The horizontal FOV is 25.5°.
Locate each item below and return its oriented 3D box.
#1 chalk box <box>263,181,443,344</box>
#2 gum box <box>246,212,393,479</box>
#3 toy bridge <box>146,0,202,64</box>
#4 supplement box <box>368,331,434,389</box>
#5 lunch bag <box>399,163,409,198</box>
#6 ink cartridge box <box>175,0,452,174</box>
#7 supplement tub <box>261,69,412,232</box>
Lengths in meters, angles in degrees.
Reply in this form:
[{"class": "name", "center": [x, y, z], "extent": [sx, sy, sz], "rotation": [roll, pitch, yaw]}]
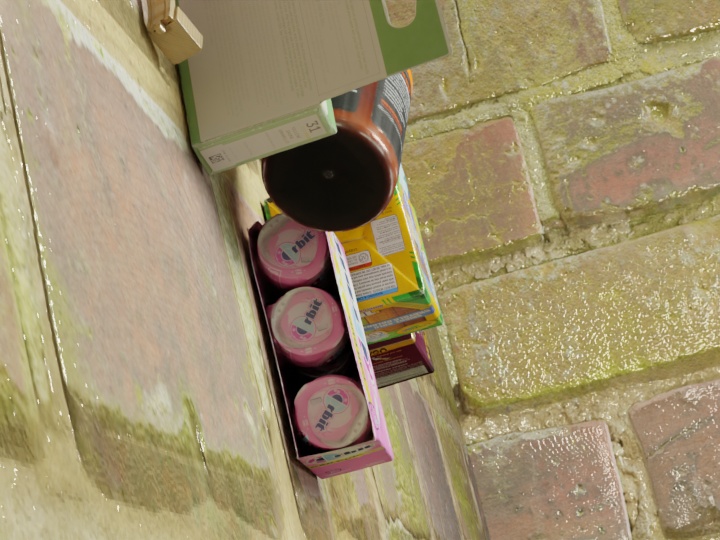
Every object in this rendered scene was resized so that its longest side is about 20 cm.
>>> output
[{"class": "chalk box", "center": [0.000, 0.000, 1.473], "extent": [0.200, 0.124, 0.125], "rotation": [51, 24, -73]}, {"class": "gum box", "center": [-0.033, 0.056, 1.278], "extent": [0.114, 0.066, 0.201], "rotation": [62, 14, -73]}, {"class": "toy bridge", "center": [-0.137, -0.231, 1.148], "extent": [0.067, 0.027, 0.201], "rotation": [50, 26, -36]}, {"class": "supplement box", "center": [0.017, 0.052, 1.688], "extent": [0.200, 0.085, 0.111], "rotation": [56, 19, -74]}, {"class": "lunch bag", "center": [-0.029, -0.152, 1.631], "extent": [0.200, 0.082, 0.161], "rotation": [55, 10, -30]}, {"class": "ink cartridge box", "center": [-0.036, -0.168, 1.166], "extent": [0.048, 0.199, 0.146], "rotation": [61, 14, -57]}, {"class": "supplement tub", "center": [-0.013, -0.127, 1.265], "extent": [0.201, 0.106, 0.107], "rotation": [-79, 155, -52]}]
